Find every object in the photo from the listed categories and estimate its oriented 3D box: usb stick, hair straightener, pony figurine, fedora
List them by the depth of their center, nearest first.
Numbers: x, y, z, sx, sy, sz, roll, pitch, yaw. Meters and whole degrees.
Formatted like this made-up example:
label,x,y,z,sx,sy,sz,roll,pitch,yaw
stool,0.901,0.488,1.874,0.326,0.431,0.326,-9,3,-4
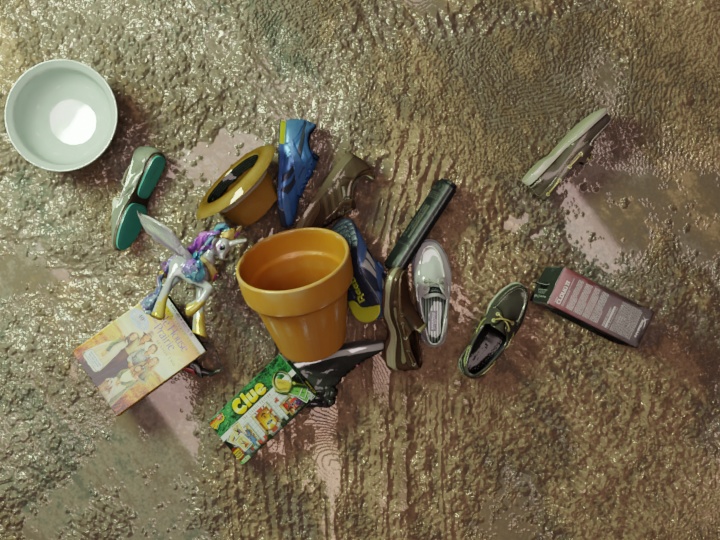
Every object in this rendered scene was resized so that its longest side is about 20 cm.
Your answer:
label,x,y,z,sx,sy,sz,roll,pitch,yaw
pony figurine,-0.307,-0.006,1.591,0.192,0.167,0.201,17,79,25
fedora,-0.204,-0.138,1.622,0.201,0.201,0.082,-45,111,0
hair straightener,-0.346,0.144,1.683,0.199,0.041,0.077,17,90,5
usb stick,0.110,-0.081,1.687,0.033,0.055,0.201,33,90,-29

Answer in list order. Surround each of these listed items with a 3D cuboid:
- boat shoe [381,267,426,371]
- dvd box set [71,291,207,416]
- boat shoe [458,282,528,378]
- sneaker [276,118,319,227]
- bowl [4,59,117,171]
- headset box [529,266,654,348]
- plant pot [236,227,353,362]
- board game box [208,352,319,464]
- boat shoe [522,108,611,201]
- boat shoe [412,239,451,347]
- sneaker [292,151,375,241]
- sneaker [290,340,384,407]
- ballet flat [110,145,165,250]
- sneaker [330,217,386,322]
label,x,y,z,sx,sy,sz,roll,pitch,yaw
boat shoe,0.087,0.090,1.649,0.074,0.075,0.203,9,120,23
dvd box set,-0.399,0.147,1.653,0.200,0.029,0.147,-35,88,-3
boat shoe,0.253,0.113,1.686,0.072,0.061,0.202,32,90,-1
sneaker,-0.115,-0.179,1.676,0.078,0.066,0.201,3,90,-5
bowl,-0.531,-0.275,1.655,0.200,0.090,0.202,0,90,-1
headset box,0.405,0.060,1.645,0.199,0.149,0.078,25,89,-2
plant pot,-0.101,0.054,1.609,0.199,0.201,0.184,-13,123,-1
board game box,-0.179,0.253,1.668,0.200,0.023,0.105,-44,80,15
boat shoe,0.391,-0.215,1.683,0.200,0.072,0.060,-44,97,3
boat shoe,0.138,0.041,1.680,0.073,0.067,0.201,-7,90,-1
sneaker,-0.051,-0.120,1.675,0.075,0.070,0.200,34,90,-2
sneaker,-0.042,0.194,1.680,0.199,0.071,0.100,-17,92,5
ballet flat,-0.422,-0.135,1.681,0.063,0.067,0.201,23,89,26
sneaker,0.000,0.000,1.680,0.074,0.082,0.201,-25,77,31
